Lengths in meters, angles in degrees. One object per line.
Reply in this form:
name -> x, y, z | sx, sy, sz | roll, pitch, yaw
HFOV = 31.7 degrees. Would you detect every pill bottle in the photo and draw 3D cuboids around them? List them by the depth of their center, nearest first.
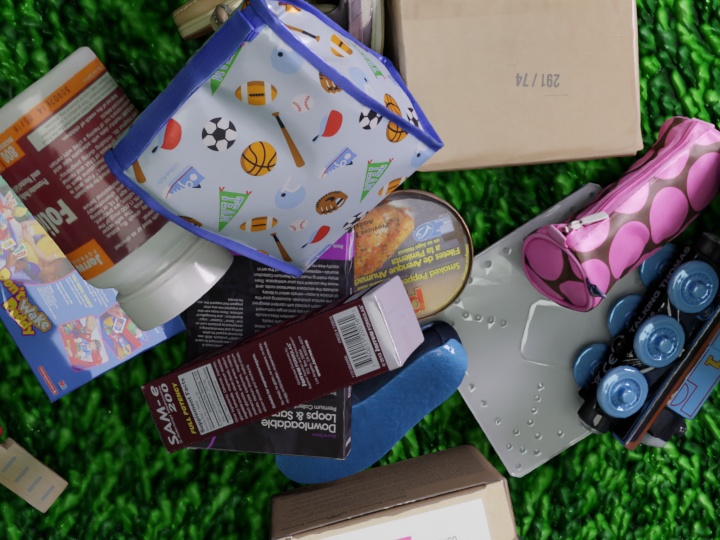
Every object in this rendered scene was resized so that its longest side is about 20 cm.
pill bottle -> -0.195, -0.060, 0.983 | 0.114, 0.114, 0.201 | -36, 104, 3

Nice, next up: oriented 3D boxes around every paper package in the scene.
paper package -> 0.122, -0.184, 1.042 | 0.198, 0.104, 0.193 | -6, 102, -4

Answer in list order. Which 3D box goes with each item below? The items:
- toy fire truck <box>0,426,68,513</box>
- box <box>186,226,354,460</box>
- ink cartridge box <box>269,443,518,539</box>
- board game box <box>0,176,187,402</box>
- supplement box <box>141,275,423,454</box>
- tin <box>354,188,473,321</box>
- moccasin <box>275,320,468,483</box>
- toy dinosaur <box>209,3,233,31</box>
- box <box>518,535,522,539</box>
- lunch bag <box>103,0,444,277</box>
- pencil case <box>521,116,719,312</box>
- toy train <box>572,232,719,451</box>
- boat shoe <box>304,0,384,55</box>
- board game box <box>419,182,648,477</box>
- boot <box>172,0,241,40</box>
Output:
toy fire truck -> -0.364, 0.165, 1.070 | 0.200, 0.129, 0.176 | 40, 96, -3
box -> -0.076, 0.054, 1.063 | 0.141, 0.036, 0.203 | 3, 96, 12
ink cartridge box -> 0.024, 0.219, 1.087 | 0.198, 0.165, 0.076 | -14, 94, -3
board game box -> -0.251, -0.010, 1.069 | 0.133, 0.045, 0.201 | -27, 104, 0
supplement box -> -0.058, 0.072, 0.988 | 0.198, 0.109, 0.061 | -21, 92, 14
tin -> 0.000, 0.000, 1.088 | 0.198, 0.042, 0.113 | -17, 93, 6
moccasin -> 0.013, 0.118, 1.114 | 0.199, 0.068, 0.081 | -31, 116, 15
toy dinosaur -> -0.085, -0.122, 1.039 | 0.087, 0.048, 0.200 | -22, 134, 15
box -> 0.094, 0.345, 1.108 | 0.196, 0.200, 0.124 | -37, 106, 3
lunch bag -> -0.068, -0.106, 0.924 | 0.170, 0.124, 0.199 | -44, 148, 19
pencil case -> 0.227, -0.052, 1.058 | 0.200, 0.090, 0.094 | -40, 137, -22
toy train -> 0.272, 0.067, 1.100 | 0.114, 0.087, 0.201 | 30, 98, -18
boat shoe -> -0.017, -0.215, 0.999 | 0.064, 0.072, 0.201 | -13, 141, -21
board game box -> 0.172, 0.054, 1.141 | 0.199, 0.026, 0.201 | -32, 105, 1
boot -> -0.103, -0.297, 1.007 | 0.199, 0.073, 0.156 | -39, 102, 6
